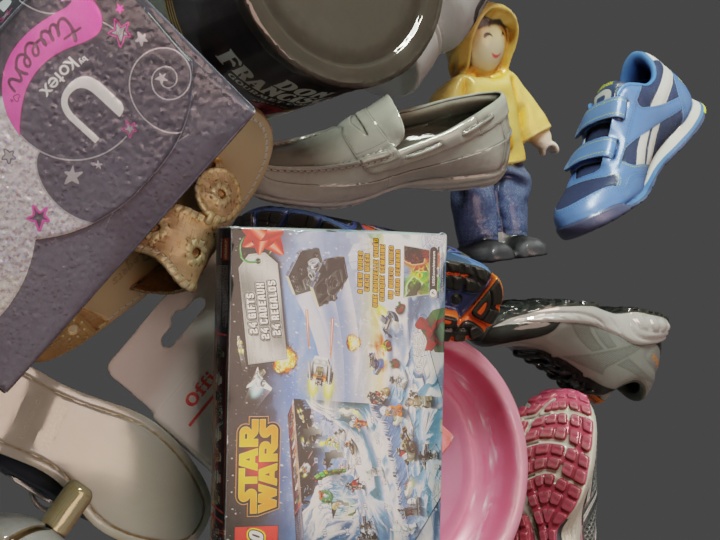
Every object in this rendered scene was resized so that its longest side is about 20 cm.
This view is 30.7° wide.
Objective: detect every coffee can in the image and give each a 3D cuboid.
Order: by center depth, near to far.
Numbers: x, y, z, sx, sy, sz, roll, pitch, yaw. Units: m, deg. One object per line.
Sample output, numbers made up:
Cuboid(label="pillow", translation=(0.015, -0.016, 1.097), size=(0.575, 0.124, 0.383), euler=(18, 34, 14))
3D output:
Cuboid(label="coffee can", translation=(-0.062, -0.170, 0.822), size=(0.145, 0.199, 0.149), euler=(3, 84, -33))

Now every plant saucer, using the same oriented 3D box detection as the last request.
Cuboid(label="plant saucer", translation=(0.032, 0.144, 0.949), size=(0.198, 0.051, 0.204), euler=(3, 85, -33))

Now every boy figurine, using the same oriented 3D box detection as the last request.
Cuboid(label="boy figurine", translation=(0.102, -0.108, 1.011), size=(0.123, 0.064, 0.204), euler=(-3, 90, -30))

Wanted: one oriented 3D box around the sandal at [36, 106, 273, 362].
Cuboid(label="sandal", translation=(-0.122, -0.003, 0.787), size=(0.211, 0.070, 0.078), euler=(-39, 138, 4))

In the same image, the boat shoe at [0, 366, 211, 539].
Cuboid(label="boat shoe", translation=(-0.181, 0.110, 0.802), size=(0.199, 0.062, 0.076), euler=(30, 73, -26))

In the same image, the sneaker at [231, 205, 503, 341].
Cuboid(label="sneaker", translation=(0.000, 0.000, 0.931), size=(0.197, 0.079, 0.076), euler=(17, 103, -16))

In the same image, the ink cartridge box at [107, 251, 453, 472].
Cuboid(label="ink cartridge box", translation=(-0.054, 0.089, 0.848), size=(0.199, 0.068, 0.117), euler=(41, 78, 2))

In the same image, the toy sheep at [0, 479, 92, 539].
Cuboid(label="toy sheep", translation=(-0.216, 0.202, 0.729), size=(0.138, 0.137, 0.200), euler=(46, 77, -22))

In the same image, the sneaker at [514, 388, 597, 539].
Cuboid(label="sneaker", translation=(0.146, 0.192, 1.014), size=(0.074, 0.080, 0.203), euler=(20, 76, -56))

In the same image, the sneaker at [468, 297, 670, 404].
Cuboid(label="sneaker", translation=(0.167, 0.063, 1.035), size=(0.198, 0.074, 0.081), euler=(9, 86, -33))

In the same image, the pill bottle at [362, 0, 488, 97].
Cuboid(label="pill bottle", translation=(0.050, -0.232, 0.955), size=(0.113, 0.113, 0.201), euler=(43, 64, -23))

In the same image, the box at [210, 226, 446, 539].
Cuboid(label="box", translation=(-0.019, 0.077, 0.777), size=(0.135, 0.040, 0.204), euler=(2, 90, -20))

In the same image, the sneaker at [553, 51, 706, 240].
Cuboid(label="sneaker", translation=(0.207, -0.102, 1.077), size=(0.083, 0.074, 0.200), euler=(52, 54, -17))

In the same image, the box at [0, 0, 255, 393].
Cuboid(label="box", translation=(-0.175, -0.063, 0.700), size=(0.200, 0.115, 0.132), euler=(-48, 115, -3))

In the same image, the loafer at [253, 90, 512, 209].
Cuboid(label="loafer", translation=(0.012, -0.090, 0.919), size=(0.197, 0.070, 0.071), euler=(-10, 124, -17))
